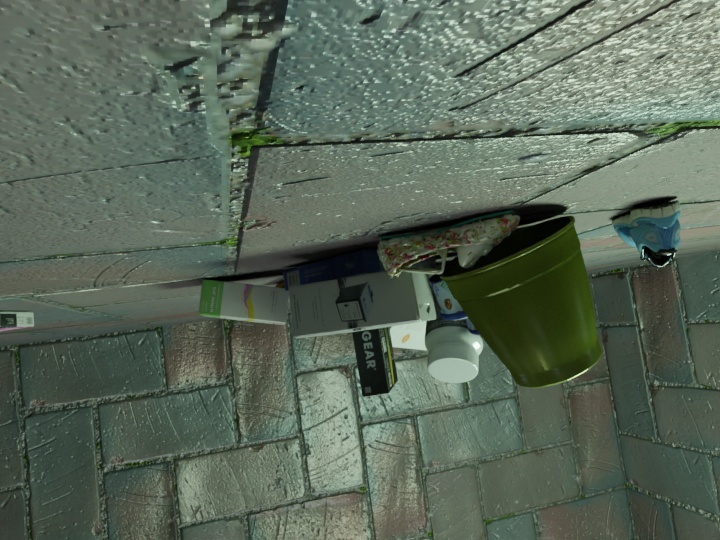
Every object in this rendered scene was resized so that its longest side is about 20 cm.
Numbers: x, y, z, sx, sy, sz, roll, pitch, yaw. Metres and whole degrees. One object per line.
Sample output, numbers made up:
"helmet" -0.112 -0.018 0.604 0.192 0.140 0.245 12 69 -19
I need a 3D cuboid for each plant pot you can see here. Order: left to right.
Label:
"plant pot" 0.243 0.053 0.766 0.199 0.194 0.200 -25 -175 2

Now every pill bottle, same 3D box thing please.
"pill bottle" 0.185 0.109 1.057 0.113 0.201 0.114 7 142 5

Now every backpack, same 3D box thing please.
"backpack" 0.222 0.030 0.942 0.189 0.155 0.200 -12 174 0

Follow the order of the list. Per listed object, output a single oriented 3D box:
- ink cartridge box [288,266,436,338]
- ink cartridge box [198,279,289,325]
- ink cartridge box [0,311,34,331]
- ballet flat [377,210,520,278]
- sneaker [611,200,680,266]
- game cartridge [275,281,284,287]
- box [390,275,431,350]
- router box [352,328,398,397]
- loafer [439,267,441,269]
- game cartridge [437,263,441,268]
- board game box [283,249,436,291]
"ink cartridge box" 0.007 0.053 0.859 0.199 0.087 0.146 -11 173 16
"ink cartridge box" -0.197 0.065 1.024 0.198 0.068 0.117 7 172 -8
"ink cartridge box" -0.786 0.111 1.090 0.198 0.037 0.095 -6 174 6
"ballet flat" 0.117 -0.029 0.722 0.199 0.064 0.076 -11 173 25
"sneaker" 0.446 -0.048 0.839 0.078 0.091 0.200 -9 175 19
"game cartridge" -0.079 0.073 1.207 0.199 0.033 0.176 28 160 -21
"box" 0.139 0.092 1.236 0.199 0.107 0.153 11 125 -31
"router box" 0.024 0.126 1.024 0.052 0.202 0.157 -10 175 9
"loafer" 0.233 -0.009 1.121 0.199 0.070 0.070 -26 130 35
"game cartridge" 0.255 -0.006 1.312 0.132 0.041 0.199 2 170 -38
"board game box" 0.000 0.000 0.965 0.199 0.044 0.198 -13 172 41
